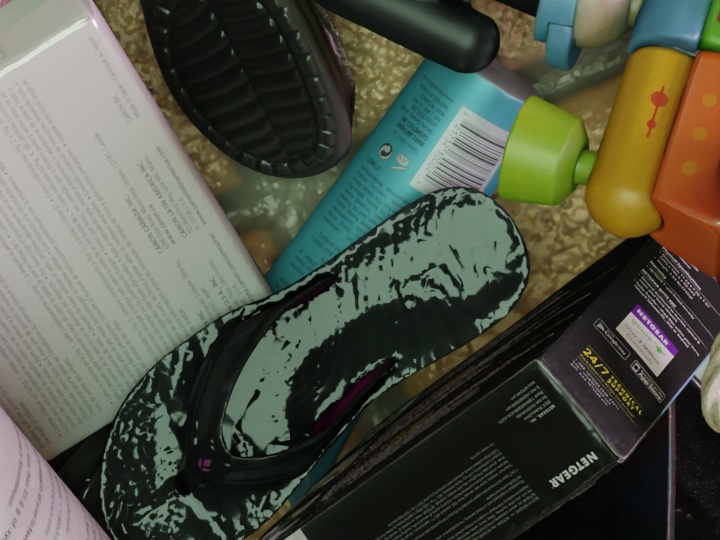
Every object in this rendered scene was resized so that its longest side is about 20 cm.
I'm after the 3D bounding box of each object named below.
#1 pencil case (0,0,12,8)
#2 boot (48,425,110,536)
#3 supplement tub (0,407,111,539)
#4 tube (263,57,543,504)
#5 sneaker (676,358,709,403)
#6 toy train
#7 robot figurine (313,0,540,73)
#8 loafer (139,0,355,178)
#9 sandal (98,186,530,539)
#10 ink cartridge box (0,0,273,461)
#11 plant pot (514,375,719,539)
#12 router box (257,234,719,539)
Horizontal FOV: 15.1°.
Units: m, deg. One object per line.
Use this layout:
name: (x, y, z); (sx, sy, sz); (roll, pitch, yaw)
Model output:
pencil case: (-0.160, -0.079, 1.093); (0.083, 0.086, 0.200); (0, 99, -32)
boot: (-0.174, 0.126, 1.130); (0.132, 0.070, 0.200); (43, 103, -6)
supplement tub: (-0.166, 0.110, 0.996); (0.132, 0.132, 0.200); (-30, 124, 9)
tube: (0.000, 0.000, 1.107); (0.077, 0.050, 0.200); (35, 104, 3)
sneaker: (0.194, -0.017, 1.066); (0.118, 0.074, 0.201); (28, 98, 6)
toy train: (0.099, -0.026, 0.936); (0.116, 0.085, 0.200); (15, 67, 12)
robot figurine: (0.053, -0.168, 1.036); (0.200, 0.150, 0.125); (23, 139, 2)
loafer: (-0.052, -0.130, 1.076); (0.073, 0.071, 0.200); (-10, 117, 33)
sandal: (-0.023, 0.037, 1.049); (0.200, 0.048, 0.075); (-40, 89, -2)
ink cartridge box: (-0.153, 0.004, 1.049); (0.200, 0.050, 0.161); (-31, 124, -1)
plant pot: (0.110, 0.195, 1.035); (0.177, 0.200, 0.200); (-36, 111, 23)
router box: (0.045, 0.066, 1.020); (0.051, 0.149, 0.200); (50, 127, -2)
